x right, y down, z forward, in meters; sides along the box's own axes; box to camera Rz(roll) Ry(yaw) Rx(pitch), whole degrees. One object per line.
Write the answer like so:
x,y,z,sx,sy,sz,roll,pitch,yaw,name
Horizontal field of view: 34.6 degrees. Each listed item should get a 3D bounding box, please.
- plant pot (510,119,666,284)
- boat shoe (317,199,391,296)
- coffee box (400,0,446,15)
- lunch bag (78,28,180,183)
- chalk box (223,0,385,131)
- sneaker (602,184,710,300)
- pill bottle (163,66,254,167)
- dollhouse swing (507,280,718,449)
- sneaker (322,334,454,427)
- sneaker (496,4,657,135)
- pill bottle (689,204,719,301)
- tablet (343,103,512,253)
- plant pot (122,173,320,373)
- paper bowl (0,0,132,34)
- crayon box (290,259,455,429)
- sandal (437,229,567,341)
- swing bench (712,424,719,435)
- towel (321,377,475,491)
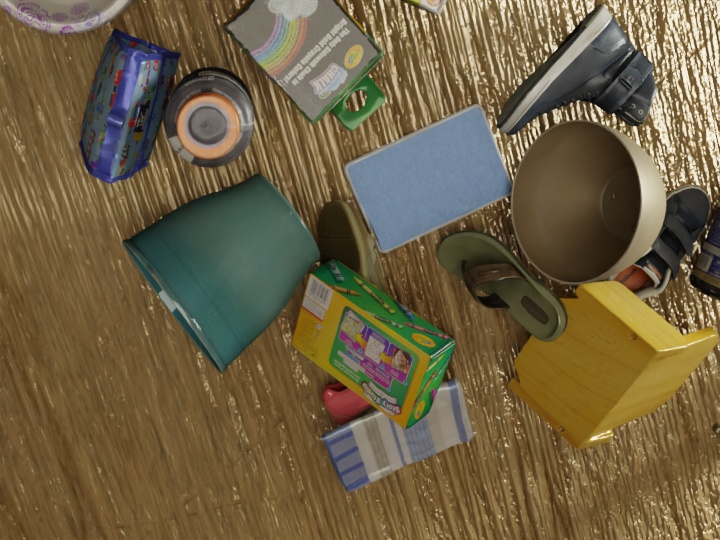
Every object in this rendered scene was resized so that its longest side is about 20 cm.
0.308,-0.084,1.466,0.133,0.199,0.203,-1,107,-43,plant pot
0.002,0.000,1.507,0.073,0.063,0.203,-10,105,42,boat shoe
0.032,-0.431,1.330,0.196,0.200,0.202,22,101,-10,coffee box
-0.280,-0.192,1.354,0.093,0.200,0.152,18,102,-9,lunch bag
-0.056,-0.263,1.402,0.125,0.124,0.200,-42,105,4,chalk box
0.396,-0.026,1.530,0.078,0.079,0.200,41,95,-13,sneaker
-0.178,-0.181,1.367,0.105,0.200,0.108,-1,104,-5,pill bottle
0.340,0.108,1.539,0.181,0.175,0.201,42,131,17,dollhouse swing
0.035,0.137,1.533,0.199,0.074,0.087,-37,103,4,sneaker
0.283,-0.213,1.472,0.202,0.077,0.146,-45,101,4,sneaker
0.519,-0.054,1.518,0.110,0.112,0.202,18,102,-10,pill bottle
0.090,-0.119,1.507,0.198,0.014,0.131,-25,105,-1,tablet
-0.158,-0.010,1.423,0.187,0.200,0.201,-37,105,-11,plant pot
-0.345,-0.381,1.351,0.198,0.104,0.204,-2,103,-6,paper bowl
0.012,0.091,1.456,0.199,0.058,0.120,34,127,23,crayon box
0.177,0.018,1.480,0.200,0.057,0.080,38,129,24,sandal
0.588,0.176,1.536,0.128,0.199,0.203,12,103,-9,swing bench
0.054,0.221,1.537,0.198,0.024,0.148,-22,141,-4,towel
